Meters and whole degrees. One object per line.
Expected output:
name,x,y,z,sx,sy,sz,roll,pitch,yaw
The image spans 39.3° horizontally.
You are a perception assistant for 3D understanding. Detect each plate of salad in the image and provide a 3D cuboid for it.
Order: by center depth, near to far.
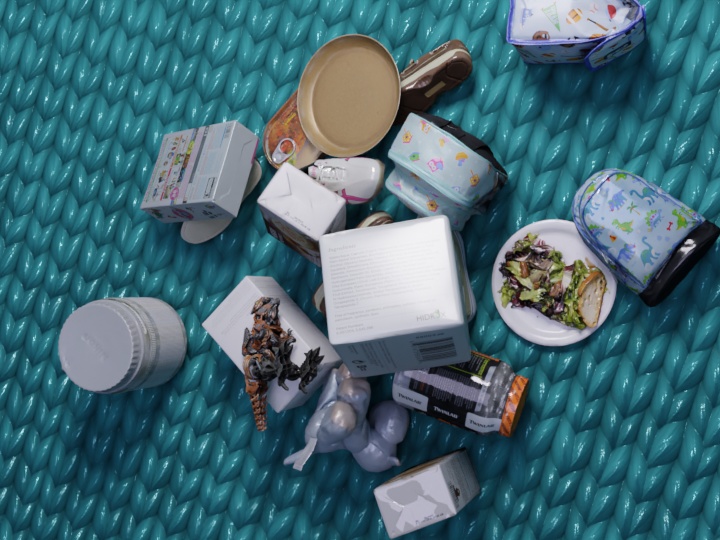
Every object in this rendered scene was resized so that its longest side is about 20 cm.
plate of salad,0.305,0.019,1.603,0.198,0.048,0.203,0,90,17

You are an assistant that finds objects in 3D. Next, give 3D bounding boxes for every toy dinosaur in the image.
toy dinosaur,-0.139,0.146,1.602,0.135,0.102,0.203,2,103,39

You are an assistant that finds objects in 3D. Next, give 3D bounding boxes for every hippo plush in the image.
hippo plush,0.004,0.261,1.625,0.160,0.159,0.202,29,77,-14

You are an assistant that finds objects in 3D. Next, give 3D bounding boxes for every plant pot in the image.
plant pot,-0.016,-0.286,1.664,0.198,0.027,0.203,0,89,31

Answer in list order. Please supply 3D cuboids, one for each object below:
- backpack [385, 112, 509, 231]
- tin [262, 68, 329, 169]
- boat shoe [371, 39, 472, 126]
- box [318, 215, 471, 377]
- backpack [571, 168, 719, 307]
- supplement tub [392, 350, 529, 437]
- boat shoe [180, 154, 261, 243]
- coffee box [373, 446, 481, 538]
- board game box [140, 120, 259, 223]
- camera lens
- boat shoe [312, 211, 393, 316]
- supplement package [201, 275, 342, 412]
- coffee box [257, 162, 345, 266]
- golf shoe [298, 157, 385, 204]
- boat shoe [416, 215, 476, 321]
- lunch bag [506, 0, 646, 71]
backpack,0.126,-0.156,1.574,0.175,0.200,0.154,37,91,14
tin,-0.082,-0.253,1.733,0.200,0.042,0.112,-46,73,11
boat shoe,0.096,-0.312,1.673,0.201,0.075,0.075,-27,46,22
box,0.055,0.043,1.506,0.197,0.199,0.173,-8,69,7
backpack,0.415,-0.068,1.533,0.163,0.153,0.200,-49,66,14
supplement tub,0.160,0.186,1.606,0.198,0.122,0.124,19,94,17
boat shoe,-0.247,-0.132,1.771,0.200,0.071,0.060,-48,35,22
coffee box,0.109,0.344,1.578,0.113,0.200,0.081,-23,81,15
board game box,-0.274,-0.164,1.715,0.198,0.064,0.149,-1,67,42
camera lens,-0.404,0.127,1.741,0.158,0.200,0.162,0,89,17
boat shoe,0.004,0.001,1.673,0.075,0.074,0.203,45,113,31
supplement package,-0.145,0.122,1.702,0.120,0.121,0.200,-46,76,11
coffee box,-0.090,-0.085,1.611,0.114,0.200,0.080,34,80,5
golf shoe,-0.039,-0.146,1.642,0.199,0.091,0.074,-3,81,53
boat shoe,0.140,-0.010,1.646,0.071,0.062,0.202,-22,81,15
lunch bag,0.333,-0.373,1.537,0.197,0.170,0.126,4,93,16
